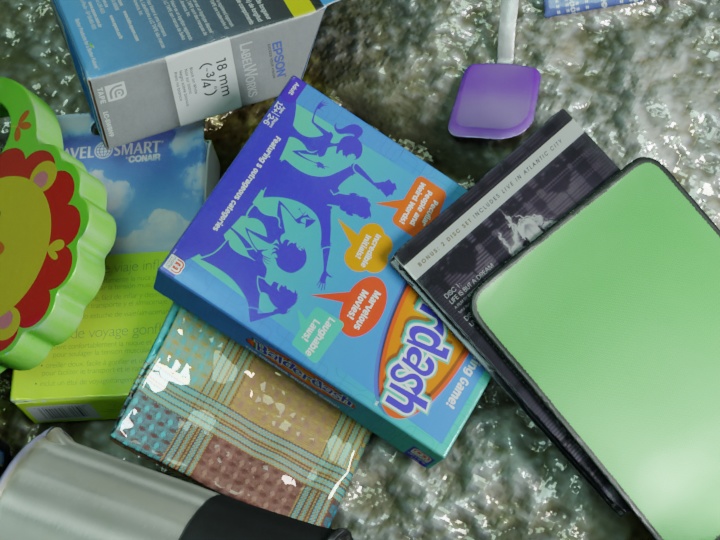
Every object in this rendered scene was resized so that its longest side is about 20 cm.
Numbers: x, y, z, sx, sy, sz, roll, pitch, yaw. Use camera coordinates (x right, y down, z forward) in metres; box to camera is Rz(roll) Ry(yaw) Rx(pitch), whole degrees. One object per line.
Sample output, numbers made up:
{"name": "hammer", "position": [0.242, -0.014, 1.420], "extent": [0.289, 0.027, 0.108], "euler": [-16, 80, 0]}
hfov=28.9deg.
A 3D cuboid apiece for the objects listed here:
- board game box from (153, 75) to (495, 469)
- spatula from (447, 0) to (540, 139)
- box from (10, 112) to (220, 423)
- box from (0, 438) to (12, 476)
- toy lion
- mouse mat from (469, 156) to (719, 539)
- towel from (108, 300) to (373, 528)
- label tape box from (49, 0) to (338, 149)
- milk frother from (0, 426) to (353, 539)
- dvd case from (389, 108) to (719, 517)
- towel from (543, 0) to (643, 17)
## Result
{"name": "board game box", "position": [0.000, 0.000, 0.842], "extent": [0.199, 0.045, 0.153], "euler": [33, 70, -1]}
{"name": "spatula", "position": [0.103, -0.179, 0.951], "extent": [0.056, 0.021, 0.202], "euler": [6, 74, 16]}
{"name": "box", "position": [-0.155, -0.006, 0.904], "extent": [0.121, 0.048, 0.202], "euler": [-3, 66, 6]}
{"name": "box", "position": [-0.273, 0.150, 0.769], "extent": [0.085, 0.200, 0.165], "euler": [-3, 66, 7]}
{"name": "toy lion", "position": [-0.236, -0.032, 0.883], "extent": [0.190, 0.069, 0.202], "euler": [-8, 66, 28]}
{"name": "mouse mat", "position": [0.179, 0.048, 0.816], "extent": [0.161, 0.008, 0.200], "euler": [-37, 83, -18]}
{"name": "towel", "position": [-0.046, 0.045, 0.852], "extent": [0.146, 0.022, 0.201], "euler": [27, 68, -3]}
{"name": "label tape box", "position": [-0.098, -0.173, 0.936], "extent": [0.199, 0.064, 0.145], "euler": [-19, 46, -10]}
{"name": "milk frother", "position": [-0.125, 0.186, 0.734], "extent": [0.187, 0.200, 0.182], "euler": [15, 74, 14]}
{"name": "dvd case", "position": [0.136, 0.021, 0.829], "extent": [0.149, 0.016, 0.200], "euler": [-40, 84, -18]}
{"name": "towel", "position": [0.218, -0.253, 0.977], "extent": [0.198, 0.024, 0.146], "euler": [-8, 68, 6]}
